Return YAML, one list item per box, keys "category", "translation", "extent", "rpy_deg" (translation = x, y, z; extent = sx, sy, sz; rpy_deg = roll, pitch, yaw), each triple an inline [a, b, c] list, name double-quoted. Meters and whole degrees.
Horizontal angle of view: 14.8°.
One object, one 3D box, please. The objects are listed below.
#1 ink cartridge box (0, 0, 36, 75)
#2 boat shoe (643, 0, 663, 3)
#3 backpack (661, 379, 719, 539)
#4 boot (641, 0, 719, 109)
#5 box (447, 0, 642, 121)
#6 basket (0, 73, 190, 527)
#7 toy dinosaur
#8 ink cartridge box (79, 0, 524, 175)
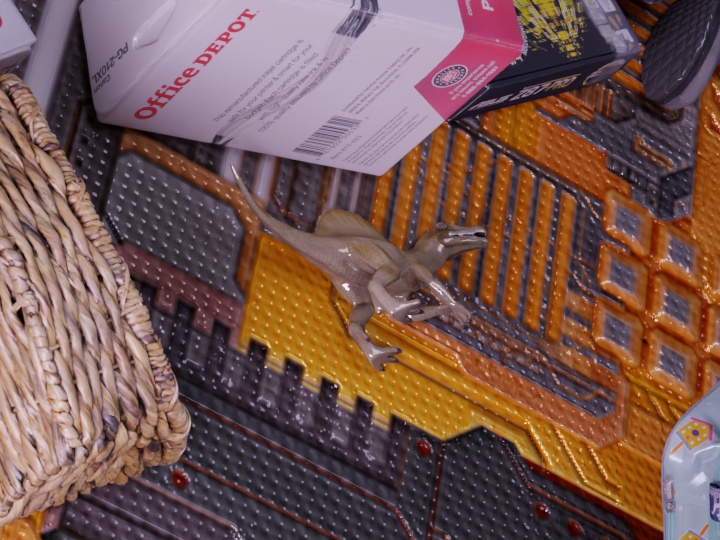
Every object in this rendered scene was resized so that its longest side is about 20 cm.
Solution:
- category: "ink cartridge box"
  translation: [-0.282, -0.157, 1.397]
  extent: [0.145, 0.084, 0.200]
  rpy_deg: [-27, 81, -46]
- category: "boat shoe"
  translation: [0.214, -0.243, 1.871]
  extent: [0.091, 0.071, 0.200]
  rpy_deg: [37, 48, 17]
- category: "backpack"
  translation: [0.260, 0.145, 1.590]
  extent: [0.176, 0.153, 0.200]
  rpy_deg: [-38, 127, -49]
- category: "boot"
  translation: [0.270, -0.150, 1.875]
  extent: [0.132, 0.070, 0.200]
  rpy_deg: [43, 48, -17]
- category: "box"
  translation: [0.070, -0.199, 1.749]
  extent: [0.161, 0.049, 0.200]
  rpy_deg: [-15, 72, -47]
- category: "basket"
  translation: [-0.153, 0.005, 1.354]
  extent: [0.149, 0.143, 0.200]
  rpy_deg: [-17, 75, -44]
- category: "toy dinosaur"
  translation: [0.000, 0.000, 1.565]
  extent: [0.200, 0.058, 0.101]
  rpy_deg: [9, 42, -45]
- category: "ink cartridge box"
  translation: [-0.035, -0.135, 1.545]
  extent: [0.200, 0.145, 0.084]
  rpy_deg: [9, 56, -36]
